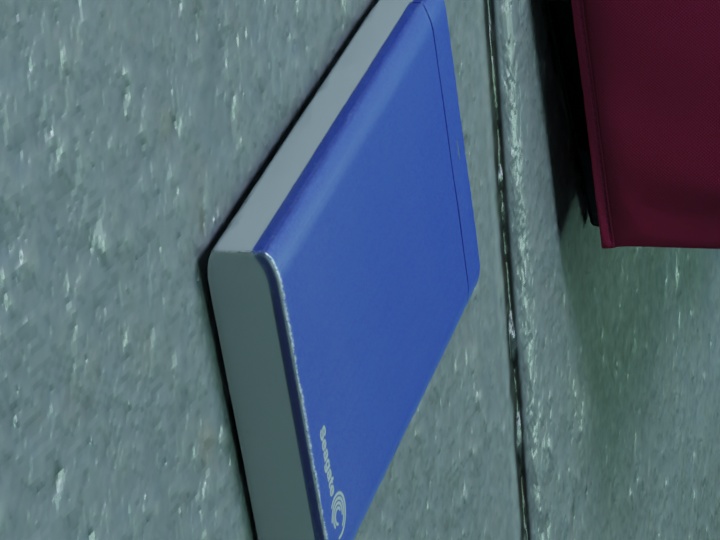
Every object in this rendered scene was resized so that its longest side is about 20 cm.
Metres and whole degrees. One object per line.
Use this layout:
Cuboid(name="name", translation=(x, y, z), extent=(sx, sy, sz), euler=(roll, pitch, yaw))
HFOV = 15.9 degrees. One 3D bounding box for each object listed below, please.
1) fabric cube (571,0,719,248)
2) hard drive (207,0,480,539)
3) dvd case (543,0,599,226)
Cuboid(name="fabric cube", translation=(0.218, -0.138, 1.224), extent=(0.200, 0.198, 0.197), euler=(-62, 148, -53))
Cuboid(name="hard drive", translation=(0.000, 0.000, 0.917), extent=(0.200, 0.025, 0.133), euler=(-61, 147, -54))
Cuboid(name="dvd case", translation=(0.117, -0.141, 1.260), extent=(0.201, 0.017, 0.143), euler=(74, 25, -43))
